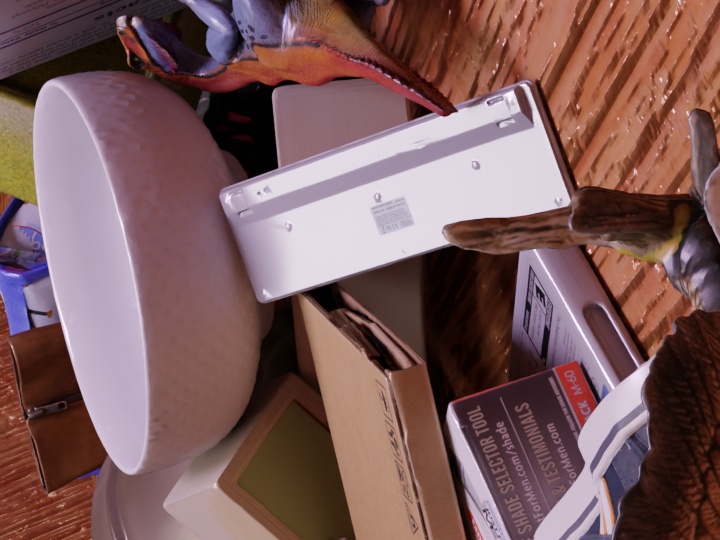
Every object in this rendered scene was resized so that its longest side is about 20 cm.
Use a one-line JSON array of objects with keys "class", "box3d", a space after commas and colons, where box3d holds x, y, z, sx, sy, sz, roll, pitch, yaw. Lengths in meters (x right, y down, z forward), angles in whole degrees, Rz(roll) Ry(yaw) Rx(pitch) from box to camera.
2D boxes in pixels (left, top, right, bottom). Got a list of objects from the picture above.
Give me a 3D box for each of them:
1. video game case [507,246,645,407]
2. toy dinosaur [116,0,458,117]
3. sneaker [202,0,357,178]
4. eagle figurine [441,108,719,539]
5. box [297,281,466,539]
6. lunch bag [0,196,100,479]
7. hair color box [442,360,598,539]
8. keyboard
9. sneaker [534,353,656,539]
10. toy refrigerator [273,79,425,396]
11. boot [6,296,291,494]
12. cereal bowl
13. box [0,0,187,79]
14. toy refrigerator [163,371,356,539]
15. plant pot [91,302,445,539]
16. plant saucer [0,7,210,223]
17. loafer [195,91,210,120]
[{"class": "video game case", "box3d": [0.113, 0.100, 1.224, 0.200, 0.022, 0.182, 91, 155, -58]}, {"class": "toy dinosaur", "box3d": [-0.050, -0.107, 1.264, 0.182, 0.105, 0.200, 123, 143, -51]}, {"class": "sneaker", "box3d": [-0.045, -0.076, 1.427, 0.077, 0.084, 0.200, 24, 148, 32]}, {"class": "eagle figurine", "box3d": [0.126, 0.062, 0.837, 0.151, 0.152, 0.200, 27, -134, -50]}, {"class": "box", "box3d": [0.020, 0.115, 1.258, 0.163, 0.021, 0.200, -139, 34, -70]}, {"class": "lunch bag", "box3d": [-0.144, 0.009, 1.754, 0.124, 0.200, 0.170, 11, 131, 29]}, {"class": "hair color box", "box3d": [0.077, 0.132, 1.232, 0.200, 0.064, 0.111, 97, 152, -67]}, {"class": "keyboard", "box3d": [0.012, -0.031, 1.225, 0.200, 0.011, 0.056, -17, 100, 45]}, {"class": "sneaker", "box3d": [0.122, 0.086, 1.031, 0.079, 0.078, 0.200, 56, 162, 19]}, {"class": "toy refrigerator", "box3d": [0.000, 0.000, 1.381, 0.200, 0.070, 0.076, 85, 179, -52]}, {"class": "boot", "box3d": [-0.097, 0.091, 1.690, 0.068, 0.200, 0.189, 43, 152, 57]}, {"class": "cereal bowl", "box3d": [-0.095, -0.004, 1.377, 0.200, 0.083, 0.200, 168, 90, -74]}, {"class": "box", "box3d": [-0.122, -0.194, 1.364, 0.200, 0.184, 0.105, 116, 130, -73]}, {"class": "toy refrigerator", "box3d": [0.008, 0.146, 1.400, 0.200, 0.076, 0.070, 43, 150, -13]}, {"class": "plant pot", "box3d": [-0.034, 0.108, 1.547, 0.200, 0.200, 0.174, 63, 150, 25]}, {"class": "plant saucer", "box3d": [-0.168, -0.140, 1.485, 0.048, 0.200, 0.200, 136, 152, -62]}, {"class": "loafer", "box3d": [-0.073, -0.052, 1.539, 0.070, 0.075, 0.200, 35, -126, -40]}]
